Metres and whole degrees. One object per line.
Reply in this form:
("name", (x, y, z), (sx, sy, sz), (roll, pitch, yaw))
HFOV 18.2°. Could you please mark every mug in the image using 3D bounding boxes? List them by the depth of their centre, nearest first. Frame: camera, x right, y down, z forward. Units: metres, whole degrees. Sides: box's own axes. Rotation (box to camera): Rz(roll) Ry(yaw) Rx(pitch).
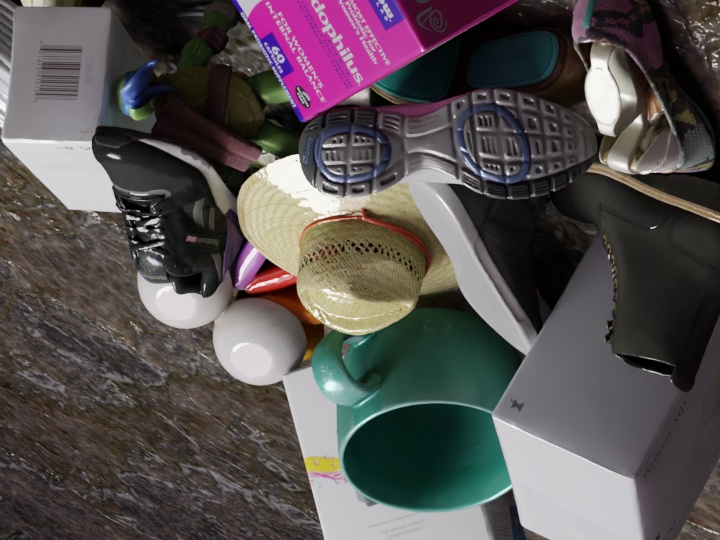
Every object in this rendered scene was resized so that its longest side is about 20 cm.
("mug", (0.053, 0.091, 1.751), (0.151, 0.115, 0.185), (-8, 140, 9))

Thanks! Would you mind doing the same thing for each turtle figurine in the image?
("turtle figurine", (-0.078, -0.132, 1.713), (0.193, 0.145, 0.200), (10, 168, 9))

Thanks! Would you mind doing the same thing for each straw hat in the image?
("straw hat", (0.000, 0.000, 1.666), (0.200, 0.085, 0.201), (6, 144, 5))

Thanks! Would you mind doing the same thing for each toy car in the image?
("toy car", (-0.089, -0.015, 1.957), (0.200, 0.175, 0.150), (38, 124, -14))

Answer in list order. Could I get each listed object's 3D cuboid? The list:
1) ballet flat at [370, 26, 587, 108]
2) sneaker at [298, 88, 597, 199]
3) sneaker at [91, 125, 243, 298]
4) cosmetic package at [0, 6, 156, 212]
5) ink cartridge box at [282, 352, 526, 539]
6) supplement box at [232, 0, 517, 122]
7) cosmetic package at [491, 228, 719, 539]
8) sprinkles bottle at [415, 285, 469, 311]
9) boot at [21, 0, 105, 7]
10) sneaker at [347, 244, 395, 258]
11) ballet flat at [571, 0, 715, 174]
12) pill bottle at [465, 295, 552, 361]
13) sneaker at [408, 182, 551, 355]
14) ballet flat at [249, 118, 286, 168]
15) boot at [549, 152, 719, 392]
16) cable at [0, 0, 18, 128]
("ballet flat", (0.087, -0.136, 1.562), (0.199, 0.068, 0.072), (2, 163, 46))
("sneaker", (0.062, -0.090, 1.515), (0.199, 0.075, 0.087), (2, -170, 13))
("sneaker", (-0.142, -0.037, 1.665), (0.075, 0.088, 0.200), (11, 165, 28))
("cosmetic package", (-0.213, -0.123, 1.760), (0.081, 0.114, 0.200), (2, 165, 7))
("ink cartridge box", (0.041, 0.169, 1.949), (0.145, 0.201, 0.147), (-18, 167, 12))
("supplement box", (0.012, -0.181, 1.454), (0.102, 0.103, 0.200), (60, 153, -3))
("cosmetic package", (0.206, 0.094, 1.692), (0.122, 0.200, 0.200), (22, 157, 24))
("sprinkles bottle", (0.070, -0.008, 1.773), (0.068, 0.068, 0.200), (31, 143, 3))
("boot", (-0.274, -0.253, 1.771), (0.154, 0.072, 0.200), (32, 155, 0))
("sneaker", (0.011, -0.037, 1.833), (0.076, 0.084, 0.200), (27, 158, 14))
("ballet flat", (0.177, -0.109, 1.464), (0.069, 0.071, 0.200), (11, 152, 32))
("pill bottle", (0.149, 0.100, 1.907), (0.110, 0.111, 0.200), (18, 155, 32))
("sneaker", (0.114, -0.025, 1.625), (0.071, 0.099, 0.200), (31, 158, 47))
("ballet flat", (-0.069, -0.074, 1.811), (0.069, 0.069, 0.200), (45, 177, -31))
("boot", (0.182, -0.002, 1.574), (0.077, 0.139, 0.200), (29, 172, -34))
("cable", (-0.283, -0.159, 1.953), (0.200, 0.069, 0.200), (42, 167, -5))
